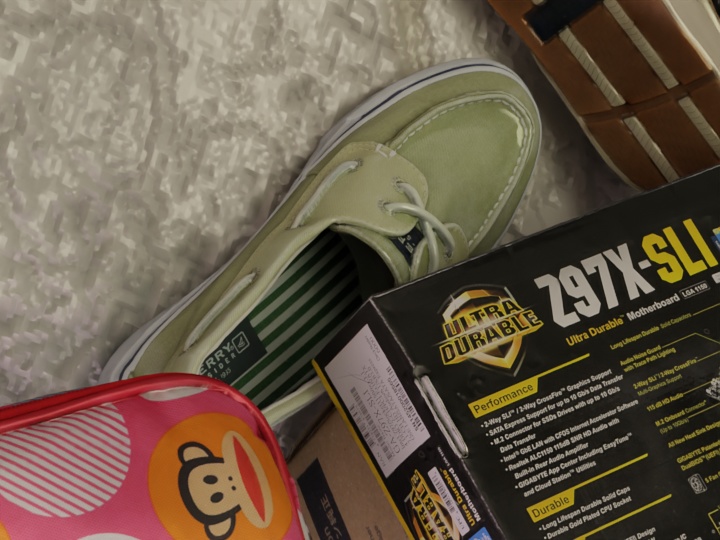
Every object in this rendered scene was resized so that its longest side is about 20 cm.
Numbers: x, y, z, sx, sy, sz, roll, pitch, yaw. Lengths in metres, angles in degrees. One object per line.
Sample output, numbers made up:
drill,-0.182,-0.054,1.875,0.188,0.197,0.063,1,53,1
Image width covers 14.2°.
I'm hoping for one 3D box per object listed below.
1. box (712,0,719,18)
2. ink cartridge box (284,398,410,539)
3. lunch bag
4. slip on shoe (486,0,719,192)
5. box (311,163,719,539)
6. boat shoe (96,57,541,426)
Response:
box,0.172,-0.018,1.043,0.049,0.082,0.202,-9,91,-33
ink cartridge box,0.096,0.101,0.959,0.199,0.075,0.166,-11,68,-31
lunch bag,-0.087,0.138,0.793,0.175,0.082,0.201,-13,80,-28
slip on shoe,0.074,-0.119,1.007,0.200,0.076,0.061,54,22,-8
box,0.107,0.056,0.913,0.199,0.049,0.160,-21,72,-34
boat shoe,0.000,0.000,0.945,0.200,0.062,0.072,-45,108,-28
